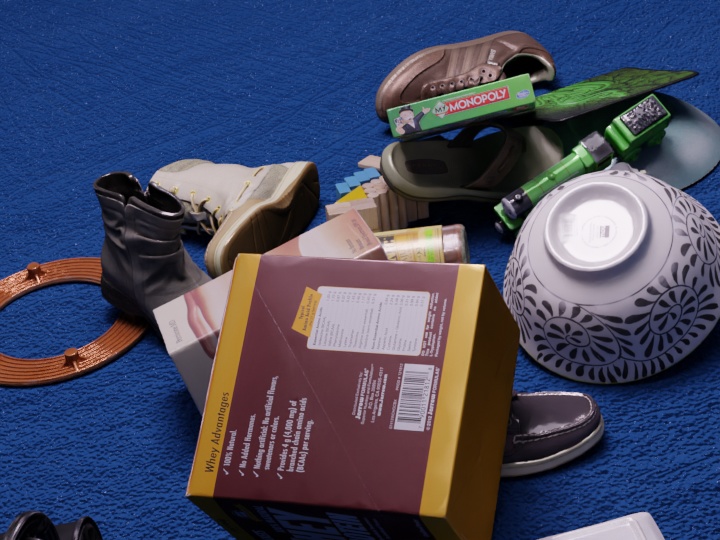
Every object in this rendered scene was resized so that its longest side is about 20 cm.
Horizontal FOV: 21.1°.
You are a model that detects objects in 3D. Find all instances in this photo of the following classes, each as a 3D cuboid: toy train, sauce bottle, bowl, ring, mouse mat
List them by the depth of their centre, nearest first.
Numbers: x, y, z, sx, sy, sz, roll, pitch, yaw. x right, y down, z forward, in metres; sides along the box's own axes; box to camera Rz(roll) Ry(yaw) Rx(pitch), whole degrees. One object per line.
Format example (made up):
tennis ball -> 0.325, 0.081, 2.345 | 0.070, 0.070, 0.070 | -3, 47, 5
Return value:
bowl -> 0.207, -0.015, 1.630 | 0.200, 0.094, 0.201 | -9, 57, 14
sauce bottle -> 0.000, 0.000, 1.763 | 0.199, 0.065, 0.065 | -8, 33, 5
ring -> -0.289, 0.041, 1.820 | 0.200, 0.019, 0.201 | -7, 32, 4
toy train -> 0.209, -0.098, 1.821 | 0.200, 0.056, 0.042 | -34, 72, -11
mouse mat -> 0.231, -0.177, 1.946 | 0.161, 0.008, 0.200 | -19, 11, -13

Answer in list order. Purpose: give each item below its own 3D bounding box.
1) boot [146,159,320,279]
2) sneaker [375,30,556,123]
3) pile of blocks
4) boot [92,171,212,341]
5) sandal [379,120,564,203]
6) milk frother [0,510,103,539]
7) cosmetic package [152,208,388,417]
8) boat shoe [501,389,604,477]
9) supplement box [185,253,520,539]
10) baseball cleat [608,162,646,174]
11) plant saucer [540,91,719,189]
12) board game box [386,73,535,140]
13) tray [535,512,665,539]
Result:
boot -> -0.143, -0.050, 1.871 | 0.154, 0.072, 0.200 | 6, 31, 22
sneaker -> 0.112, -0.199, 2.024 | 0.200, 0.071, 0.076 | -25, 37, -20
pile of blocks -> 0.027, -0.066, 1.859 | 0.082, 0.062, 0.200 | 16, 33, 36
boot -> -0.165, -0.004, 1.735 | 0.200, 0.131, 0.068 | 26, 44, 27
sandal -> 0.114, -0.106, 1.830 | 0.200, 0.057, 0.080 | -9, 57, -32
milk frother -> -0.287, 0.234, 1.365 | 0.187, 0.200, 0.181 | -8, 37, 4
cosmetic package -> -0.066, 0.040, 1.652 | 0.200, 0.087, 0.103 | -28, 26, -4
boat shoe -> 0.095, 0.122, 1.549 | 0.199, 0.065, 0.072 | -7, 33, 5
supplement box -> -0.001, 0.106, 1.465 | 0.199, 0.133, 0.198 | 3, 68, 19
baseball cleat -> 0.210, -0.033, 1.749 | 0.106, 0.070, 0.200 | -5, 33, 7
plant saucer -> 0.259, -0.136, 1.918 | 0.200, 0.039, 0.201 | -7, 34, 5
board game box -> 0.099, -0.153, 1.841 | 0.134, 0.029, 0.200 | -15, 1, 5
tray -> 0.189, 0.241, 1.385 | 0.107, 0.022, 0.200 | -14, 33, -5
